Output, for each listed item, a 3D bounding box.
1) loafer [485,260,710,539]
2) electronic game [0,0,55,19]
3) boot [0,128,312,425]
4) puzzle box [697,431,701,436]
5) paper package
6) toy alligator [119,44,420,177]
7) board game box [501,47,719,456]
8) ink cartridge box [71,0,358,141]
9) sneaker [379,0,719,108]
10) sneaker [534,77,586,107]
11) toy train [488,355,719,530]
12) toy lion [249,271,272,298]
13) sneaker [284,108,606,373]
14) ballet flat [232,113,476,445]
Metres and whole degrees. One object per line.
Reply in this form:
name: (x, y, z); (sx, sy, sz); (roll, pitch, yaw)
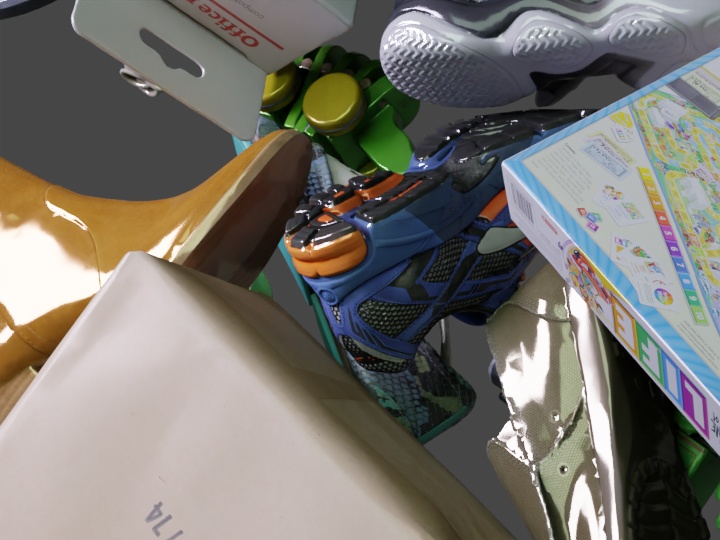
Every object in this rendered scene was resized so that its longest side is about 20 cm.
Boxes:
loafer: (0.093, 0.089, 0.854); (0.067, 0.076, 0.202); (-22, 58, 33)
electronic game: (-0.192, -0.230, 1.228); (0.198, 0.042, 0.202); (-13, 57, 20)
boot: (-0.127, -0.018, 0.975); (0.144, 0.071, 0.202); (42, 97, 25)
puzzle box: (0.204, -0.026, 0.885); (0.132, 0.025, 0.201); (-12, 44, 26)
paper package: (-0.061, 0.125, 0.879); (0.200, 0.103, 0.191); (44, 101, 27)
toy alligator: (-0.035, -0.092, 1.057); (0.199, 0.059, 0.054); (22, 71, 34)
board game box: (0.161, -0.003, 0.809); (0.134, 0.034, 0.200); (-27, 48, -12)
ink cartridge box: (-0.054, -0.176, 1.001); (0.066, 0.115, 0.201); (-23, 46, 43)
sneaker: (0.107, -0.137, 0.940); (0.198, 0.076, 0.115); (-3, 67, 9)
sneaker: (0.045, -0.148, 1.043); (0.199, 0.076, 0.091); (33, 85, 38)
toy train: (0.130, 0.070, 0.895); (0.199, 0.042, 0.057); (34, 92, 37)
toy lion: (-0.139, 0.059, 1.029); (0.190, 0.069, 0.201); (10, 68, 23)
sneaker: (0.049, -0.019, 0.935); (0.199, 0.079, 0.075); (-27, 21, -35)
ballet flat: (0.000, 0.000, 0.990); (0.074, 0.074, 0.201); (-29, 58, 9)
